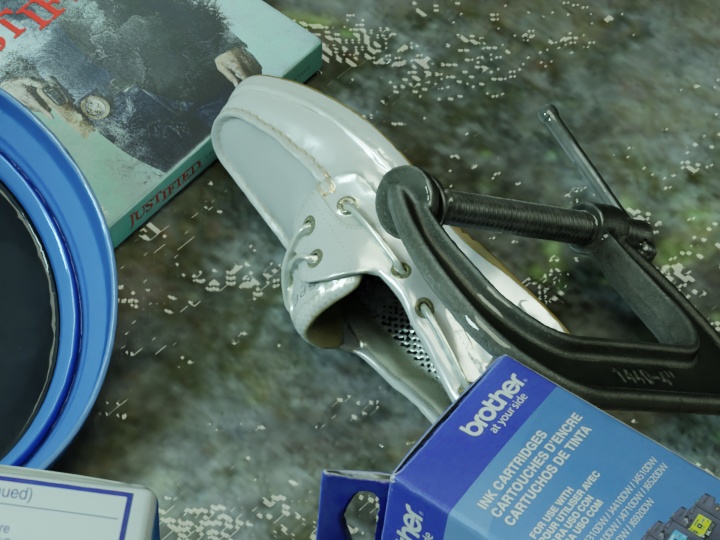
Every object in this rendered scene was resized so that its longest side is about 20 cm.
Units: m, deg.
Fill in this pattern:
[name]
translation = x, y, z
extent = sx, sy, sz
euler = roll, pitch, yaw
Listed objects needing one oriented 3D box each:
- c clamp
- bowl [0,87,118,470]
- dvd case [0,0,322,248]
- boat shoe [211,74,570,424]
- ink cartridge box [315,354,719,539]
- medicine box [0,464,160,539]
[c clamp]
translation = 0.071, -0.003, 1.112
extent = 0.171, 0.027, 0.200
euler = 50, 24, 23
[bowl]
translation = -0.193, 0.008, 1.112
extent = 0.200, 0.039, 0.202
euler = 8, 66, -18
[dvd case]
translation = -0.137, -0.102, 1.251
extent = 0.200, 0.022, 0.146
euler = 35, 59, 23
[boat shoe]
translation = 0.000, 0.000, 1.145
extent = 0.069, 0.071, 0.200
euler = -34, 62, -26
[ink cartridge box]
translation = 0.077, 0.123, 1.013
extent = 0.200, 0.137, 0.076
euler = 32, 52, 21
[medicine box]
translation = -0.126, 0.192, 0.926
extent = 0.102, 0.183, 0.201
euler = 7, 53, 3
